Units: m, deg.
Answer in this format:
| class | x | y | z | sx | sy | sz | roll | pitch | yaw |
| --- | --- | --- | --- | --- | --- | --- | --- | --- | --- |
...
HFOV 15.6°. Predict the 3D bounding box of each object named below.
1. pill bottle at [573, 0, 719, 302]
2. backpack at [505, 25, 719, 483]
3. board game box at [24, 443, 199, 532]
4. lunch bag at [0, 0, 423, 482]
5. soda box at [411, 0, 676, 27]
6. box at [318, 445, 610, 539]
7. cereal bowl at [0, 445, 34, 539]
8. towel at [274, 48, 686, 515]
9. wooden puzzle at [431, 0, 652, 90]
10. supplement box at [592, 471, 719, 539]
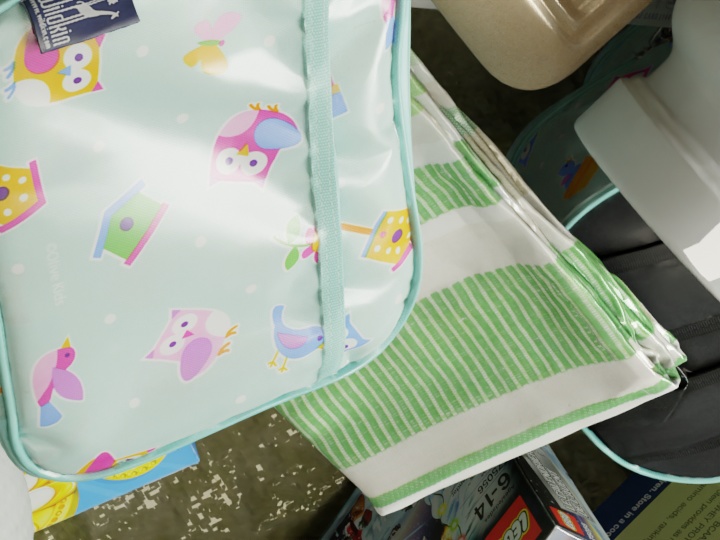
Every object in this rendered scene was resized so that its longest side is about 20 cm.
| class | x | y | z | sx | sy | sz | roll | pitch | yaw |
| --- | --- | --- | --- | --- | --- | --- | --- | --- | --- |
| pill bottle | 0.173 | -0.078 | 0.847 | 0.200 | 0.116 | 0.116 | -41 | 128 | 9 |
| backpack | 0.152 | -0.021 | 1.001 | 0.199 | 0.154 | 0.176 | -29 | 128 | 3 |
| board game box | -0.187 | 0.029 | 0.993 | 0.195 | 0.056 | 0.201 | -23 | 130 | 1 |
| lunch bag | -0.057 | -0.041 | 0.796 | 0.160 | 0.077 | 0.201 | -19 | 133 | -19 |
| soda box | 0.049 | -0.130 | 0.893 | 0.199 | 0.068 | 0.064 | 3 | 126 | -19 |
| box | 0.015 | 0.151 | 1.083 | 0.040 | 0.137 | 0.200 | 27 | 106 | -28 |
| cereal bowl | -0.208 | 0.069 | 0.903 | 0.199 | 0.084 | 0.200 | 2 | 156 | 1 |
| towel | 0.000 | 0.000 | 0.924 | 0.152 | 0.023 | 0.200 | -26 | 122 | 33 |
| wooden puzzle | 0.076 | -0.178 | 0.814 | 0.200 | 0.037 | 0.185 | -39 | 125 | 4 |
| supplement box | 0.199 | 0.165 | 1.087 | 0.200 | 0.199 | 0.135 | -42 | 135 | -23 |
